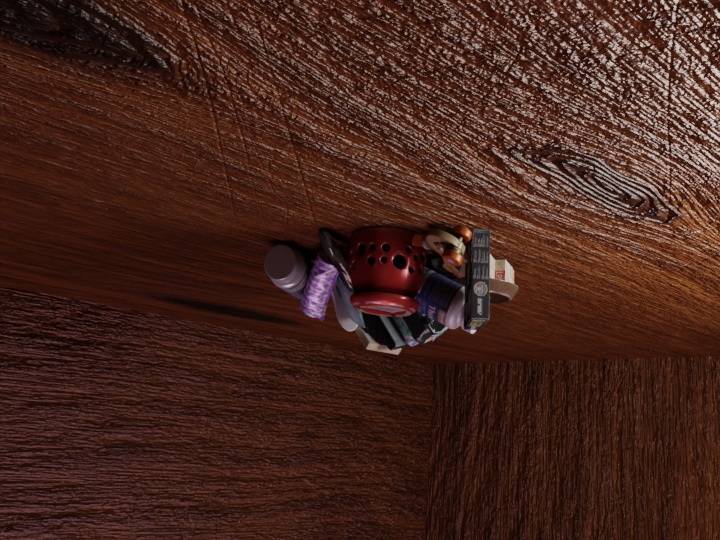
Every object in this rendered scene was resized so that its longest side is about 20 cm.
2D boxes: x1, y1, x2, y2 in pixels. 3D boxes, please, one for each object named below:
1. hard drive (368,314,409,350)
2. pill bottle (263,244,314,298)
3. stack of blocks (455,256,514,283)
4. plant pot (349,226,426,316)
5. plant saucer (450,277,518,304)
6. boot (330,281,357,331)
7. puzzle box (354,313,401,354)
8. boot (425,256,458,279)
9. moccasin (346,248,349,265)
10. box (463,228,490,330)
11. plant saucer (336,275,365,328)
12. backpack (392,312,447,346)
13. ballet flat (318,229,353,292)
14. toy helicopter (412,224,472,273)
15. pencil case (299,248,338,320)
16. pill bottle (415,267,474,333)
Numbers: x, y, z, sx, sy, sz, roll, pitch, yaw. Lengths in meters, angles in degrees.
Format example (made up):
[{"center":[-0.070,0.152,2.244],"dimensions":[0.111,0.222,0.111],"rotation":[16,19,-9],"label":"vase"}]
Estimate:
[{"center":[0.107,0.168,1.826],"dimensions":[0.033,0.142,0.198],"rotation":[-38,162,24],"label":"hard drive"},{"center":[-0.192,0.003,1.681],"dimensions":[0.110,0.118,0.200],"rotation":[2,165,15],"label":"pill bottle"},{"center":[0.335,0.005,1.599],"dimensions":[0.111,0.061,0.199],"rotation":[-2,164,27],"label":"stack of blocks"},{"center":[0.062,0.010,1.476],"dimensions":[0.193,0.190,0.201],"rotation":[6,168,1],"label":"plant pot"},{"center":[0.328,0.059,1.619],"dimensions":[0.192,0.036,0.201],"rotation":[5,166,1],"label":"plant saucer"},{"center":[-0.051,0.088,1.827],"dimensions":[0.070,0.206,0.090],"rotation":[-18,169,2],"label":"boot"},{"center":[0.033,0.176,1.839],"dimensions":[0.130,0.026,0.201],"rotation":[15,-154,-36],"label":"puzzle box"},{"center":[0.247,0.010,1.670],"dimensions":[0.180,0.067,0.200],"rotation":[7,161,-16],"label":"boot"},{"center":[0.002,0.000,1.669],"dimensions":[0.071,0.081,0.202],"rotation":[4,166,5],"label":"moccasin"},{"center":[0.272,0.025,1.404],"dimensions":[0.043,0.208,0.161],"rotation":[2,167,5],"label":"box"},{"center":[-0.033,0.069,1.687],"dimensions":[0.037,0.207,0.201],"rotation":[-17,165,1],"label":"plant saucer"},{"center":[0.191,0.121,1.806],"dimensions":[0.150,0.181,0.198],"rotation":[-39,169,38],"label":"backpack"},{"center":[-0.051,-0.029,1.522],"dimensions":[0.067,0.046,0.203],"rotation":[48,169,54],"label":"ballet flat"},{"center":[0.197,-0.043,1.416],"dimensions":[0.129,0.081,0.201],"rotation":[19,164,23],"label":"toy helicopter"},{"center":[-0.106,0.040,1.647],"dimensions":[0.085,0.204,0.083],"rotation":[38,-144,25],"label":"pencil case"},{"center":[0.220,0.080,1.547],"dimensions":[0.196,0.114,0.111],"rotation":[27,178,27],"label":"pill bottle"}]
